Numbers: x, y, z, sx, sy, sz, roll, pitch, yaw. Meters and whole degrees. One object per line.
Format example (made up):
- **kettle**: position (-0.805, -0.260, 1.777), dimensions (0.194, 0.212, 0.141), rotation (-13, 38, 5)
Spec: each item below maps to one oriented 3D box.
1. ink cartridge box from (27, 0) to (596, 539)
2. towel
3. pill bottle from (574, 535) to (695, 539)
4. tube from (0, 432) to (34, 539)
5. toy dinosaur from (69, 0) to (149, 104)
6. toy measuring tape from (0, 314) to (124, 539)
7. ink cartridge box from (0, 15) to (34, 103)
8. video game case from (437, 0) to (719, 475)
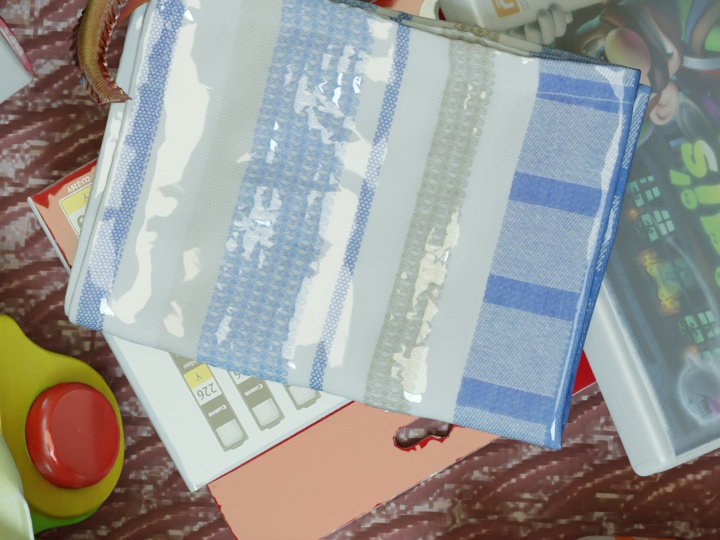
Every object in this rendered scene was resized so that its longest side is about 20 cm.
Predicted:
- **ink cartridge box**: position (0.000, 0.000, 1.122), dimensions (0.199, 0.084, 0.176), rotation (-30, 90, -2)
- **towel**: position (-0.005, -0.027, 1.046), dimensions (0.199, 0.024, 0.148), rotation (15, 90, 13)
- **pill bottle**: position (0.128, 0.160, 1.108), dimensions (0.199, 0.110, 0.110), rotation (3, 89, -1)
- **tube**: position (-0.171, 0.044, 1.088), dimensions (0.052, 0.058, 0.200), rotation (-51, 55, 15)
- **toy dinosaur**: position (-0.039, -0.160, 1.074), dimensions (0.105, 0.181, 0.201), rotation (18, 99, 43)
- **toy measuring tape**: position (-0.132, 0.030, 1.131), dimensions (0.073, 0.074, 0.201), rotation (-6, 82, -1)
- **ink cartridge box**: position (-0.242, -0.118, 1.094), dimensions (0.145, 0.085, 0.200), rotation (-36, 72, -2)
- **video game case**: position (0.138, -0.041, 1.102), dimensions (0.181, 0.023, 0.201), rotation (-19, 84, -35)
